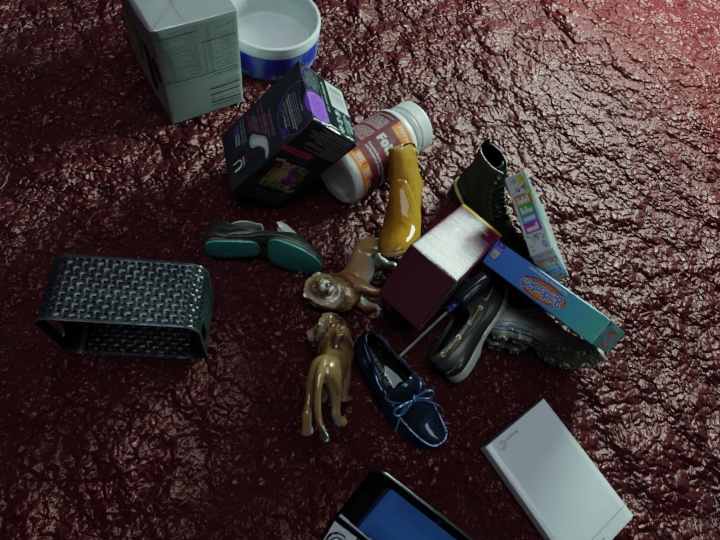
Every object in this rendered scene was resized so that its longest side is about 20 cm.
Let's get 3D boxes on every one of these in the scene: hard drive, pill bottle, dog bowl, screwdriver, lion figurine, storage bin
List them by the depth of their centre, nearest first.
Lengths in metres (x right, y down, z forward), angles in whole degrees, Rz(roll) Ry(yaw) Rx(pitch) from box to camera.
[{"bbox_3d":[-0.043,0.136,0.699,0.071,0.200,0.124,2,98,-4],"label":"lion figurine"},{"bbox_3d":[-0.311,0.054,0.703,0.197,0.136,0.095,4,63,-9],"label":"storage bin"},{"bbox_3d":[0.288,0.311,0.753,0.131,0.027,0.201,-29,72,-22],"label":"hard drive"},{"bbox_3d":[0.122,0.073,0.794,0.199,0.029,0.028,-40,32,1],"label":"screwdriver"},{"bbox_3d":[0.000,0.000,0.838,0.121,0.073,0.200,23,47,15],"label":"lion figurine"},{"bbox_3d":[0.029,-0.216,0.916,0.199,0.114,0.114,-38,75,-24],"label":"pill bottle"},{"bbox_3d":[-0.182,-0.484,1.030,0.197,0.079,0.202,4,64,-9],"label":"dog bowl"}]

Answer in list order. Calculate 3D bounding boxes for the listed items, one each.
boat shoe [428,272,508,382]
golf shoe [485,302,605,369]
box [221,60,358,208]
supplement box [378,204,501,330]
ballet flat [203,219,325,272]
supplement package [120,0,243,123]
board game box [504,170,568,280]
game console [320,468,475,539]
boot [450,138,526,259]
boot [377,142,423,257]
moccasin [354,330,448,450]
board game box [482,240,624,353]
[{"bbox_3d":[0.174,0.077,0.815,0.060,0.072,0.202,39,63,-15],"label":"boat shoe"},{"bbox_3d":[0.305,0.097,0.838,0.198,0.079,0.098,17,55,-3],"label":"golf shoe"},{"bbox_3d":[-0.119,-0.212,0.830,0.106,0.199,0.123,16,52,-50],"label":"box"},{"bbox_3d":[0.128,-0.012,0.796,0.086,0.111,0.200,41,39,11],"label":"supplement box"},{"bbox_3d":[-0.152,-0.049,0.829,0.198,0.068,0.069,11,50,-5],"label":"ballet flat"},{"bbox_3d":[-0.317,-0.415,0.902,0.146,0.200,0.192,-26,70,-21],"label":"supplement package"},{"bbox_3d":[0.298,-0.066,0.854,0.034,0.200,0.136,-21,68,23],"label":"board game box"},{"bbox_3d":[0.042,0.380,0.620,0.199,0.117,0.176,35,62,8],"label":"game console"},{"bbox_3d":[0.239,-0.113,0.892,0.077,0.139,0.201,-27,73,-22],"label":"boot"},{"bbox_3d":[0.060,-0.121,0.817,0.070,0.146,0.202,-1,27,17],"label":"boot"},{"bbox_3d":[0.054,0.177,0.750,0.080,0.068,0.200,-38,76,-25],"label":"moccasin"},{"bbox_3d":[0.299,0.042,0.791,0.200,0.152,0.045,43,102,35],"label":"board game box"}]
